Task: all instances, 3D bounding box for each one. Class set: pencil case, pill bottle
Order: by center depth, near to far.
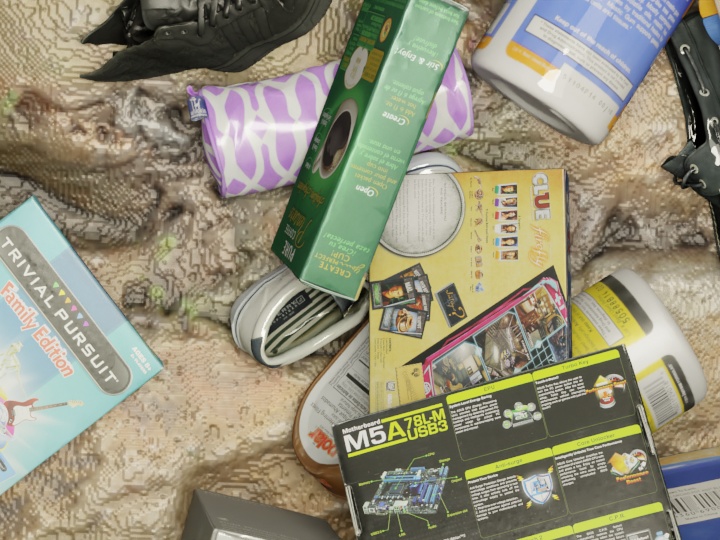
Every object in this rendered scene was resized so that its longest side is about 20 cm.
[{"bbox_3d":[0.173,-0.198,1.585,0.112,0.112,0.200,34,89,-7],"label":"pill bottle"},{"bbox_3d":[-0.020,-0.111,1.586,0.199,0.084,0.086,-12,51,-7],"label":"pencil case"},{"bbox_3d":[0.132,0.094,1.596,0.200,0.111,0.112,-32,96,-5],"label":"pill bottle"}]

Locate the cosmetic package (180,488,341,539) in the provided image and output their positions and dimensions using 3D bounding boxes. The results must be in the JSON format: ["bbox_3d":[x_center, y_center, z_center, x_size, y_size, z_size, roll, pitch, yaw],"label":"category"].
[{"bbox_3d":[-0.067,0.209,1.535,0.106,0.200,0.091,15,93,-10],"label":"cosmetic package"}]

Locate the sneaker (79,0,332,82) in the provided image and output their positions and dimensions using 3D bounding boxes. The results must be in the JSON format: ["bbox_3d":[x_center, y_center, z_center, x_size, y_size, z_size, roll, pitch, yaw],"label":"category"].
[{"bbox_3d":[-0.103,-0.176,1.532,0.104,0.200,0.060,7,67,-31],"label":"sneaker"}]

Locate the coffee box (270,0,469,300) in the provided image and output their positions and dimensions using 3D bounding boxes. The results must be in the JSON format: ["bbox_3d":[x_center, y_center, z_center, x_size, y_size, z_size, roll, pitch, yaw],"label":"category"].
[{"bbox_3d":[0.003,-0.088,1.487,0.044,0.123,0.201,20,94,-15],"label":"coffee box"}]

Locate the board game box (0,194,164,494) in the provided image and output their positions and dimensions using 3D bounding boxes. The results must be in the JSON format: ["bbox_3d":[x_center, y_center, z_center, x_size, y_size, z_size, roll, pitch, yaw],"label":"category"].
[{"bbox_3d":[-0.260,0.068,1.580,0.200,0.047,0.151,-38,97,-3],"label":"board game box"}]

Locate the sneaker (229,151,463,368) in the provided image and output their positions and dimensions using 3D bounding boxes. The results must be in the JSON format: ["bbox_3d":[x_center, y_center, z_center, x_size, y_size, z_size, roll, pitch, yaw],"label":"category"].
[{"bbox_3d":[0.000,0.000,1.588,0.200,0.071,0.073,-42,120,2],"label":"sneaker"}]

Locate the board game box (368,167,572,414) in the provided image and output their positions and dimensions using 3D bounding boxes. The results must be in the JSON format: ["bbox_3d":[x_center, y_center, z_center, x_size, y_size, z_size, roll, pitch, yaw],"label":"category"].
[{"bbox_3d":[0.073,0.035,1.516,0.135,0.035,0.201,-1,78,9],"label":"board game box"}]

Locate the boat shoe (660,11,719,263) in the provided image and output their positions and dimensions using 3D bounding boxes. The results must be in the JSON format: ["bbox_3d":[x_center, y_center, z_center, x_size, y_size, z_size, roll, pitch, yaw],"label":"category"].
[{"bbox_3d":[0.245,-0.088,1.619,0.066,0.075,0.200,-5,93,-4],"label":"boat shoe"}]

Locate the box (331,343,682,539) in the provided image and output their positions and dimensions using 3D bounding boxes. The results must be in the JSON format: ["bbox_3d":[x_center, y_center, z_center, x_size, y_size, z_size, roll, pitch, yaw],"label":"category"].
[{"bbox_3d":[0.097,0.164,1.432,0.199,0.048,0.194,-16,65,5],"label":"box"}]

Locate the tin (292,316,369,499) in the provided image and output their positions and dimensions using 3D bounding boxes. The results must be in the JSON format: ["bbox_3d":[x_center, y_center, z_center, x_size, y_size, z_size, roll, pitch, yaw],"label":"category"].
[{"bbox_3d":[0.033,0.068,1.582,0.200,0.112,0.042,-49,123,-3],"label":"tin"}]

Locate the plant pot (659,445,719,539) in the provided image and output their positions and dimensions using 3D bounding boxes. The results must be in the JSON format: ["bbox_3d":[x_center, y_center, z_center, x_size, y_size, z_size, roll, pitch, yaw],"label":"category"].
[{"bbox_3d":[0.232,0.231,1.541,0.199,0.200,0.181,-9,115,-13],"label":"plant pot"}]

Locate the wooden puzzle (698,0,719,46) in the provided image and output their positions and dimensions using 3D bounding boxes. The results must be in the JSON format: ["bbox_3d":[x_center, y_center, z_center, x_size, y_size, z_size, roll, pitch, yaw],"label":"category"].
[{"bbox_3d":[0.298,-0.157,1.597,0.185,0.046,0.201,-23,101,-49],"label":"wooden puzzle"}]
